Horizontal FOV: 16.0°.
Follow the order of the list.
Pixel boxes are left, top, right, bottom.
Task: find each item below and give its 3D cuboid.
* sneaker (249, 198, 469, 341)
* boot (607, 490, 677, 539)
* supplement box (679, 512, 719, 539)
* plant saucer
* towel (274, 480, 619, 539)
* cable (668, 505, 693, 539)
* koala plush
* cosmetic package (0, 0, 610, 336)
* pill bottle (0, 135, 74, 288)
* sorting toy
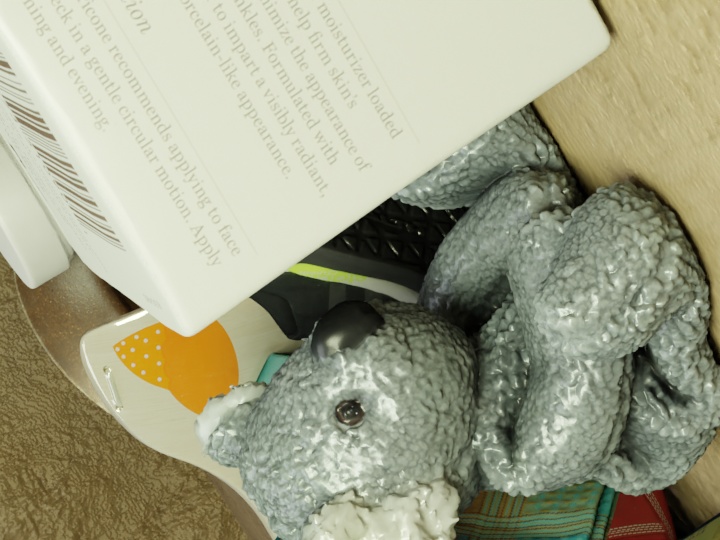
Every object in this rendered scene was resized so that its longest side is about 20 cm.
[{"bbox_3d":[0.000,0.000,1.201,0.199,0.083,0.072,24,-132,-30],"label":"sneaker"},{"bbox_3d":[0.066,0.172,1.221,0.072,0.199,0.145,68,180,-63],"label":"boot"},{"bbox_3d":[0.149,0.233,1.074,0.200,0.134,0.200,54,-164,3],"label":"supplement box"},{"bbox_3d":[-0.092,0.010,1.409,0.201,0.200,0.037,53,130,18],"label":"plant saucer"},{"bbox_3d":[0.042,0.104,1.154,0.200,0.146,0.022,-59,-32,-62],"label":"towel"},{"bbox_3d":[0.135,0.209,1.269,0.163,0.051,0.201,4,92,49],"label":"cable"},{"bbox_3d":[0.035,0.054,1.085,0.177,0.200,0.184,44,164,47],"label":"koala plush"},{"bbox_3d":[-0.048,-0.109,0.975,0.165,0.200,0.165,60,168,-19],"label":"cosmetic package"},{"bbox_3d":[-0.113,-0.084,1.339,0.116,0.200,0.116,53,169,15],"label":"pill bottle"},{"bbox_3d":[-0.030,0.060,1.310,0.181,0.106,0.200,67,-154,-15],"label":"sorting toy"}]
